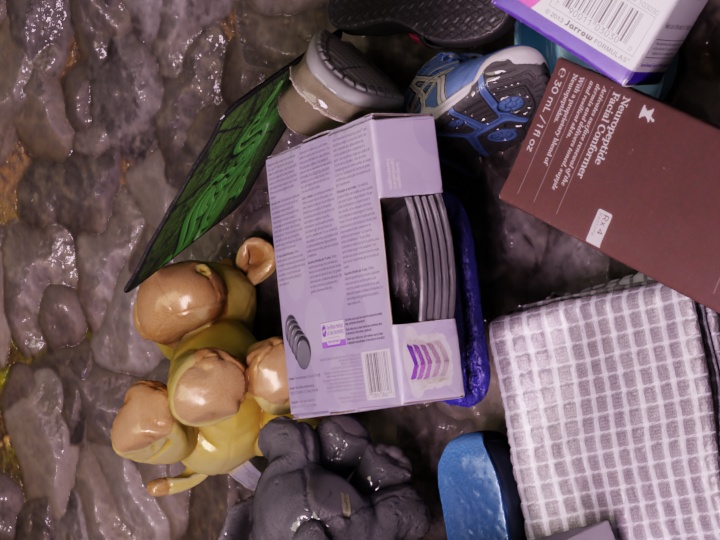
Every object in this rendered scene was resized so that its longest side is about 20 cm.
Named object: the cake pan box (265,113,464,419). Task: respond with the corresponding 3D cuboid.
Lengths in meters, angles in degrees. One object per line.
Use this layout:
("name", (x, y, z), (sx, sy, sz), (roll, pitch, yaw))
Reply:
("cake pan box", (0.000, 0.000, 1.527), (0.200, 0.052, 0.185), (163, 100, -66))

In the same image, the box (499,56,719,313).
("box", (0.188, -0.046, 1.413), (0.200, 0.075, 0.100), (29, 99, 40))

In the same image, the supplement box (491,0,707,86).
("supplement box", (0.181, -0.223, 1.415), (0.101, 0.103, 0.200), (34, 105, 13))

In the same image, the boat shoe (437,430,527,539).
("boat shoe", (0.104, 0.208, 1.592), (0.084, 0.069, 0.201), (3, 97, 32))

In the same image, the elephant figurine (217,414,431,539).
("elephant figurine", (-0.044, 0.210, 1.639), (0.200, 0.155, 0.142), (-58, 48, 33))

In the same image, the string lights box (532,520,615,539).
("string lights box", (0.067, 0.218, 1.498), (0.200, 0.103, 0.059), (-23, 86, 46))

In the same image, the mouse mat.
("mouse mat", (-0.090, -0.077, 1.655), (0.008, 0.161, 0.200), (41, 131, 7))

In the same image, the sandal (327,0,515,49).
("sandal", (0.052, -0.185, 1.607), (0.200, 0.045, 0.075), (11, 76, 55))

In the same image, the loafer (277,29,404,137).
("loafer", (-0.016, -0.113, 1.580), (0.075, 0.200, 0.070), (41, 96, 3))

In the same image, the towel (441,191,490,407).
("towel", (0.020, 0.015, 1.595), (0.200, 0.049, 0.148), (-173, 73, -67))

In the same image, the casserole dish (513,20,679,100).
("casserole dish", (0.158, -0.186, 1.520), (0.121, 0.039, 0.201), (3, 96, 41))

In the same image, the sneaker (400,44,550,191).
("sneaker", (0.066, -0.114, 1.551), (0.200, 0.075, 0.077), (145, 127, -63))

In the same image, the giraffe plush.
("giraffe plush", (-0.107, 0.058, 1.719), (0.200, 0.172, 0.163), (89, 168, -66))

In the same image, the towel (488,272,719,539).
("towel", (0.175, 0.102, 1.504), (0.165, 0.085, 0.201), (-15, 85, 40))
